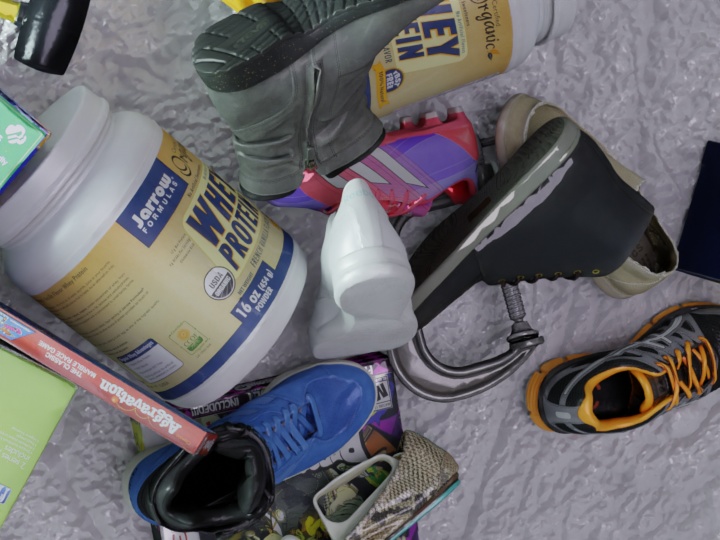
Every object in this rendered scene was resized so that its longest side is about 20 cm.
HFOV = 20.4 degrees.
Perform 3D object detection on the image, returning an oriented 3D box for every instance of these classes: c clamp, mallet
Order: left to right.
[{"bbox_3d":[-0.287,-0.183,1.366,0.200,0.041,0.066,10,96,-15],"label":"mallet"},{"bbox_3d":[0.085,-0.005,1.503,0.171,0.027,0.200,-9,86,-15],"label":"c clamp"}]

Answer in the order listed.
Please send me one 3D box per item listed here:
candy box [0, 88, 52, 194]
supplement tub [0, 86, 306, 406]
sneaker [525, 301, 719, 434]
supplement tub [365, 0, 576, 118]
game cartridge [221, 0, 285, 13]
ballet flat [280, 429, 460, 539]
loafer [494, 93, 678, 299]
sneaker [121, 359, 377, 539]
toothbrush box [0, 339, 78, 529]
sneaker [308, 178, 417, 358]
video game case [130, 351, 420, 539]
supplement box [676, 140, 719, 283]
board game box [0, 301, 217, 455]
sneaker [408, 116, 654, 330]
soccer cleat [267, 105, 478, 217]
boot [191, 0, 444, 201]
[{"bbox_3d":[-0.306,-0.044,1.304,0.077,0.169,0.200,39,84,-21],"label":"candy box"},{"bbox_3d":[-0.152,-0.017,1.367,0.200,0.144,0.144,40,84,-20],"label":"supplement tub"},{"bbox_3d":[0.231,0.084,1.558,0.200,0.077,0.078,-22,102,-16],"label":"sneaker"},{"bbox_3d":[0.038,-0.193,1.417,0.200,0.144,0.145,-22,104,-15],"label":"supplement tub"},{"bbox_3d":[-0.039,-0.262,1.370,0.200,0.176,0.032,-39,135,-10],"label":"game cartridge"},{"bbox_3d":[-0.012,0.198,1.464,0.075,0.068,0.200,41,77,2],"label":"ballet flat"},{"bbox_3d":[0.176,-0.060,1.504,0.200,0.068,0.076,47,55,-29],"label":"loafer"},{"bbox_3d":[-0.065,0.127,1.404,0.200,0.111,0.077,-22,101,-16],"label":"sneaker"},{"bbox_3d":[-0.286,0.134,1.349,0.086,0.146,0.200,30,86,-21],"label":"toothbrush box"},{"bbox_3d":[0.000,0.000,1.386,0.075,0.200,0.089,-8,70,-11],"label":"sneaker"},{"bbox_3d":[-0.059,0.169,1.490,0.200,0.036,0.182,-12,101,-18],"label":"video game case"},{"bbox_3d":[0.366,-0.021,1.573,0.200,0.110,0.109,16,92,-20],"label":"supplement box"},{"bbox_3d":[-0.185,0.062,1.300,0.200,0.103,0.019,31,84,3],"label":"board game box"},{"bbox_3d":[0.115,-0.006,1.445,0.106,0.075,0.200,41,106,-16],"label":"sneaker"},{"bbox_3d":[0.013,-0.065,1.423,0.200,0.067,0.077,-20,98,-43],"label":"soccer cleat"},{"bbox_3d":[-0.007,-0.134,1.311,0.200,0.068,0.131,-27,135,-3],"label":"boot"}]
